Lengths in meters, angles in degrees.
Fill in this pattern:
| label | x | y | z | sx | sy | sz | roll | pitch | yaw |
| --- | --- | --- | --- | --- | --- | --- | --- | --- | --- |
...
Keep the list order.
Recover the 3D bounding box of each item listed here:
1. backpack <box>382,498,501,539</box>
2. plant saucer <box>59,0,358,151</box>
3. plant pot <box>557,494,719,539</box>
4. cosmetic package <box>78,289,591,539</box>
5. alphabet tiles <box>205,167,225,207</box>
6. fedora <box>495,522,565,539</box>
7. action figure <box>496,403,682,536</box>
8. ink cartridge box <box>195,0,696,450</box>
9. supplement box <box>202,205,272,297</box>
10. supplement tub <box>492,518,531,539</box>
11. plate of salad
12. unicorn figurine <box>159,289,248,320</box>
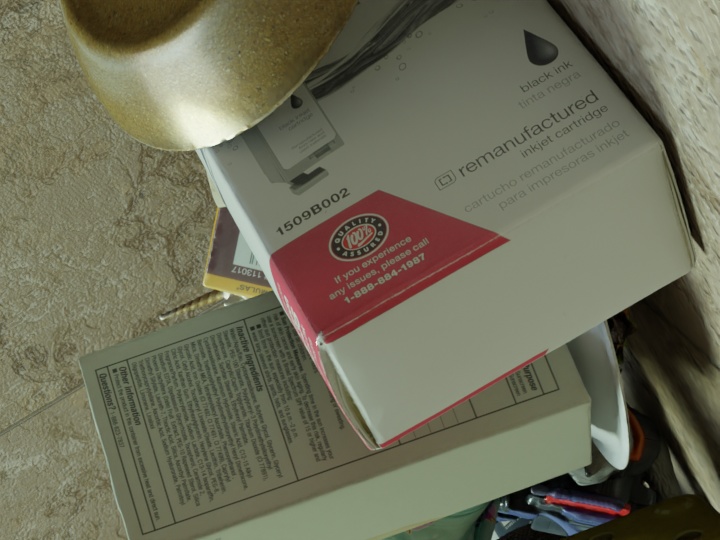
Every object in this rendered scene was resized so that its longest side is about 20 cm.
| label | x | y | z | sx | sy | sz | roll | pitch | yaw |
| --- | --- | --- | --- | --- | --- | --- | --- | --- | --- |
| backpack | -0.019 | 0.128 | 0.971 | 0.175 | 0.154 | 0.200 | 28 | -147 | -1 |
| plant saucer | -0.063 | -0.147 | 0.746 | 0.035 | 0.200 | 0.200 | 17 | -150 | -41 |
| plant pot | 0.156 | 0.230 | 0.963 | 0.196 | 0.194 | 0.201 | -131 | 22 | -78 |
| cosmetic package | -0.010 | 0.061 | 0.838 | 0.073 | 0.199 | 0.104 | 79 | 173 | -60 |
| alphabet tiles | -0.083 | -0.130 | 0.949 | 0.196 | 0.015 | 0.201 | -179 | 76 | -77 |
| fedora | 0.120 | 0.210 | 1.188 | 0.092 | 0.200 | 0.201 | 59 | 178 | 36 |
| action figure | 0.104 | 0.104 | 1.134 | 0.193 | 0.199 | 0.105 | 124 | 158 | -80 |
| ink cartridge box | 0.015 | -0.052 | 0.762 | 0.200 | 0.146 | 0.083 | 58 | 177 | 40 |
| supplement box | -0.026 | -0.054 | 1.208 | 0.200 | 0.110 | 0.086 | -81 | 5 | -66 |
| supplement tub | 0.157 | 0.226 | 1.354 | 0.200 | 0.140 | 0.140 | 58 | 178 | 40 |
| plate of salad | 0.094 | -0.007 | 0.885 | 0.200 | 0.048 | 0.201 | 162 | 90 | -86 |
| unicorn figurine | -0.003 | 0.023 | 1.241 | 0.200 | 0.074 | 0.137 | 23 | -163 | 16 |
